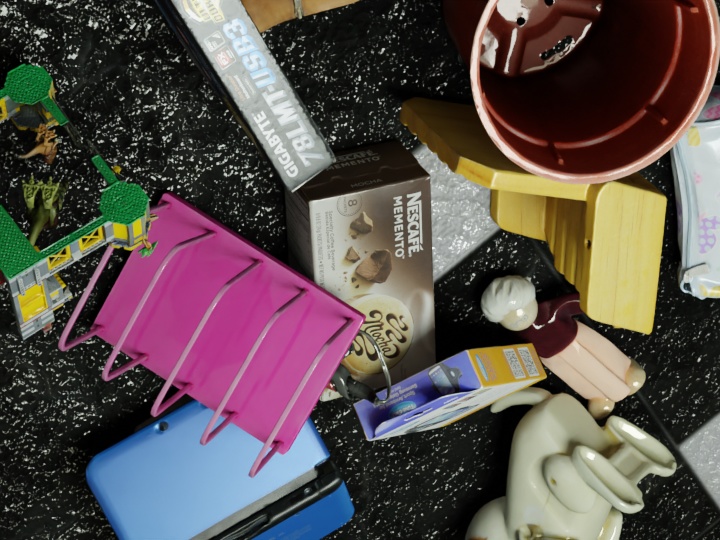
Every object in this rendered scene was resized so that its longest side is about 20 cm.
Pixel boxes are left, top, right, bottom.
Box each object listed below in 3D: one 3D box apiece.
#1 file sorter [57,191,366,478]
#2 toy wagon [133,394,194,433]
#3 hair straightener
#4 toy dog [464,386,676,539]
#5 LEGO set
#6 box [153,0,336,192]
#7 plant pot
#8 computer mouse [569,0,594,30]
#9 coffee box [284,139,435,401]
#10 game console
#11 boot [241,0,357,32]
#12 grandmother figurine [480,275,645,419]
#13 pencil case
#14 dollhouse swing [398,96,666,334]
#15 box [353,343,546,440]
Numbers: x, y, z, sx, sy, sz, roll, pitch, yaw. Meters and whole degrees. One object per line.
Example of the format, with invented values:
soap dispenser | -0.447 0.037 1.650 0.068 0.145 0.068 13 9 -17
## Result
file sorter | -0.124 0.053 1.373 0.199 0.125 0.140 32 104 5
toy wagon | -0.130 0.199 1.555 0.155 0.040 0.201 -31 123 -5
hair straightener | -0.060 0.057 1.437 0.199 0.041 0.077 27 127 12
toy dog | 0.175 0.231 1.634 0.193 0.140 0.201 34 118 7
LEGO set | -0.253 -0.047 1.310 0.154 0.200 0.116 -41 162 -23
box | -0.111 -0.180 1.271 0.050 0.199 0.201 -35 124 -4
plant pot | 0.160 -0.198 1.366 0.199 0.195 0.202 -5 114 -10
computer mouse | 0.216 -0.182 1.513 0.058 0.034 0.201 -15 116 2
coffee box | 0.000 0.000 1.482 0.112 0.080 0.201 -12 120 -17
game console | -0.123 0.200 1.525 0.199 0.119 0.171 -28 155 -7
boot | -0.022 -0.285 1.309 0.187 0.069 0.201 -23 135 -8
grandmother figurine | 0.189 0.064 1.607 0.200 0.061 0.121 34 104 -33
pencil case | 0.331 -0.072 1.582 0.090 0.083 0.201 -18 121 -14
dollhouse swing | 0.133 -0.047 1.441 0.175 0.200 0.183 -9 119 -19
box | 0.079 0.107 1.504 0.119 0.042 0.200 -27 167 21
